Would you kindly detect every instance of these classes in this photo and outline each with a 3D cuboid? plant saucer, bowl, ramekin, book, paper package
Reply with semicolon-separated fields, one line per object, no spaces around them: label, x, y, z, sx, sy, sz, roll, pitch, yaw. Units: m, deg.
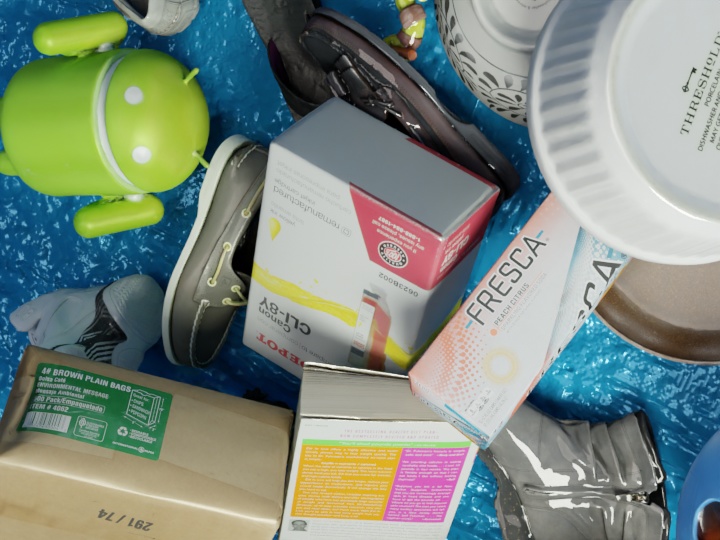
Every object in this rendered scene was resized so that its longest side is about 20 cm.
plant saucer;0.240;-0.035;0.767;0.199;0.032;0.202;4;100;24
bowl;0.130;-0.194;0.754;0.199;0.094;0.203;4;101;22
ramekin;0.207;-0.104;0.657;0.200;0.094;0.204;0;92;-8
book;0.011;0.155;0.818;0.132;0.048;0.201;6;136;-5
paper package;-0.167;0.168;0.791;0.198;0.104;0.191;16;131;-12

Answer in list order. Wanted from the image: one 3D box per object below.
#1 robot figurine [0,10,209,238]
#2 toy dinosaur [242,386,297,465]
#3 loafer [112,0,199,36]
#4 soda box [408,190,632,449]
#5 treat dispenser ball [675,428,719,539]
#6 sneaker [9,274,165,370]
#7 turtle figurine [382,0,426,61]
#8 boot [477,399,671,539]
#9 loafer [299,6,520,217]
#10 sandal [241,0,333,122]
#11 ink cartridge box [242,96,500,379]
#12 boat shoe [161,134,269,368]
robot figurine;-0.211;-0.120;0.903;0.198;0.116;0.177;1;107;25
toy dinosaur;-0.102;0.140;0.892;0.198;0.102;0.078;-11;87;-11
loafer;-0.206;-0.281;0.899;0.070;0.070;0.201;-39;83;24
soda box;0.117;0.018;0.728;0.068;0.064;0.200;37;80;13
treat dispenser ball;0.299;0.172;0.683;0.199;0.201;0.203;4;101;23
sneaker;-0.254;0.079;0.924;0.114;0.200;0.076;-5;123;31
turtle figurine;0.026;-0.217;0.780;0.064;0.161;0.202;-19;100;-4
boot;0.153;0.120;0.820;0.131;0.070;0.201;-17;103;22
loafer;0.027;-0.107;0.802;0.200;0.072;0.063;41;78;-4
sandal;-0.045;-0.164;0.861;0.075;0.048;0.201;-33;85;25
ink cartridge box;0.000;0.000;0.808;0.145;0.083;0.201;30;134;18
boat shoe;-0.108;-0.006;0.903;0.060;0.072;0.203;24;104;23
